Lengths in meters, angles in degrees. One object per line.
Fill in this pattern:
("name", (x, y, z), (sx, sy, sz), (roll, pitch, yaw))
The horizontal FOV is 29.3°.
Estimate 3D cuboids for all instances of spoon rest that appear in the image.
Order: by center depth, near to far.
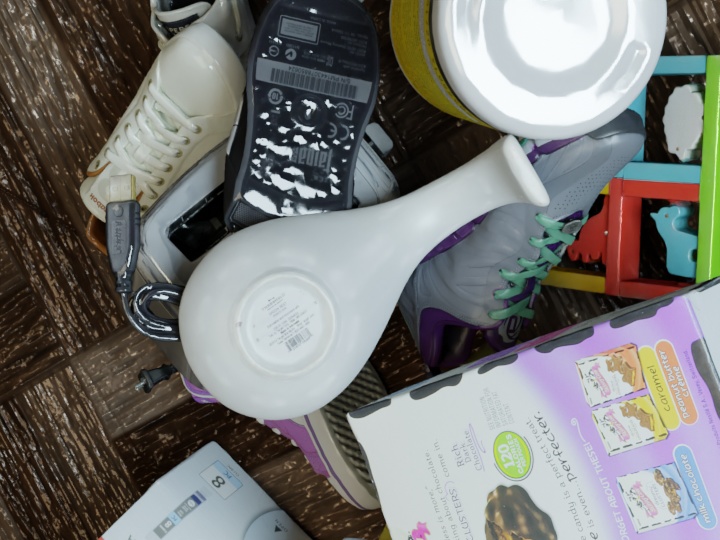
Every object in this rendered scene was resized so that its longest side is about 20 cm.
("spoon rest", (0.000, 0.000, 0.705), (0.199, 0.061, 0.100), (-31, 98, -1))

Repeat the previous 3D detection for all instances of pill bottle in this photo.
("pill bottle", (0.074, -0.130, 0.711), (0.110, 0.200, 0.113), (-1, 100, -8))

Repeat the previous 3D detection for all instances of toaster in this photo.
("toaster", (-0.063, -0.013, 0.815), (0.114, 0.199, 0.129), (49, 164, 7))

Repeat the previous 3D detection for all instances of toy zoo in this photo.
("toy zoo", (0.150, -0.052, 0.764), (0.199, 0.020, 0.133), (8, 99, 49))

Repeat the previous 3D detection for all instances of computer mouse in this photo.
("computer mouse", (-0.064, -0.053, 0.732), (0.138, 0.046, 0.203), (4, 89, -14))

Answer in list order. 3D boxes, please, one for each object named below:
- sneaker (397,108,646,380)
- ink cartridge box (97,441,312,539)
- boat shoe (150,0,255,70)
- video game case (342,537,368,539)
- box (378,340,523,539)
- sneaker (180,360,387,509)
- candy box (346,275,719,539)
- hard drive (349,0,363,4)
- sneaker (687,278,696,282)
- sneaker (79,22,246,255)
("sneaker", (0.093, -0.009, 0.760), (0.200, 0.074, 0.089), (-39, 63, 45))
("ink cartridge box", (-0.102, 0.216, 0.906), (0.160, 0.200, 0.047), (44, 119, 8))
("boat shoe", (-0.101, -0.160, 0.873), (0.071, 0.066, 0.203), (4, 107, 25))
("video game case", (0.037, 0.258, 0.867), (0.046, 0.179, 0.202), (54, 129, 48))
("box", (0.059, 0.142, 0.877), (0.050, 0.075, 0.202), (31, 117, 18))
("sneaker", (-0.054, 0.083, 0.924), (0.114, 0.072, 0.202), (-38, 76, 34))
("candy box", (0.112, 0.115, 0.678), (0.198, 0.071, 0.170), (-22, 87, 33))
("hard drive", (0.027, -0.222, 0.760), (0.026, 0.133, 0.200), (32, 123, -24))
("sneaker", (0.183, 0.045, 0.784), (0.087, 0.075, 0.203), (20, 112, 21))
("sneaker", (-0.125, -0.068, 0.859), (0.073, 0.085, 0.200), (42, 144, 7))
